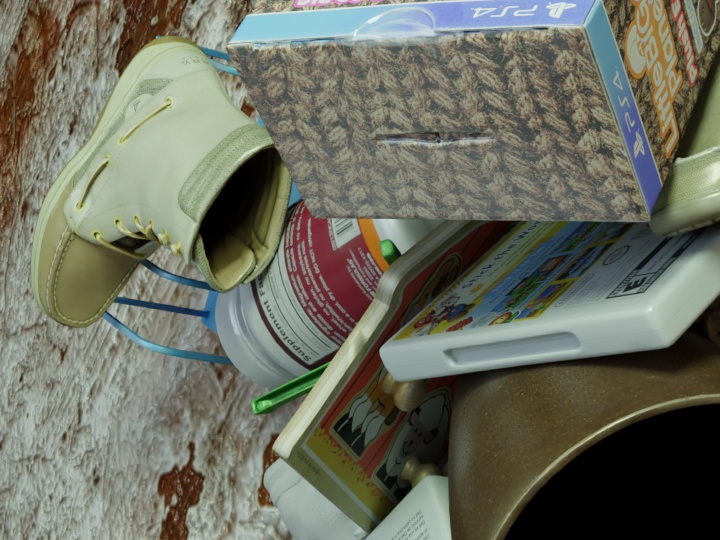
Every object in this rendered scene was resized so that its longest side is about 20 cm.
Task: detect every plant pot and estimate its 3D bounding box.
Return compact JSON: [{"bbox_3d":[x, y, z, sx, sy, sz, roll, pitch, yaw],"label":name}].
[{"bbox_3d":[0.114,0.092,0.812,0.188,0.186,0.200,-65,22,19],"label":"plant pot"}]

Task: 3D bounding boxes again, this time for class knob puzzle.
[{"bbox_3d":[0.050,0.045,0.918,0.030,0.219,0.221,31,108,27],"label":"knob puzzle"}]

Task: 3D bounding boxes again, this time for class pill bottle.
[{"bbox_3d":[0.000,0.000,1.043,0.200,0.112,0.114,-32,55,48],"label":"pill bottle"}]

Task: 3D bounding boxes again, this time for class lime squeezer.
[{"bbox_3d":[0.006,0.028,0.937,0.200,0.070,0.038,129,148,-55],"label":"lime squeezer"}]

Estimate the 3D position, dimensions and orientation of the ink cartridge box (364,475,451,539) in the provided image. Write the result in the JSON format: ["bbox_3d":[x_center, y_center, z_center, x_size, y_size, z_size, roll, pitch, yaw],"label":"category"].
[{"bbox_3d":[0.056,0.232,0.920,0.147,0.083,0.201,-49,44,37],"label":"ink cartridge box"}]

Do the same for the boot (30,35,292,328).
[{"bbox_3d":[-0.122,-0.024,1.058,0.155,0.072,0.201,46,112,45],"label":"boot"}]

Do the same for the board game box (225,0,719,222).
[{"bbox_3d":[0.066,-0.124,0.740,0.159,0.097,0.201,2,47,32],"label":"board game box"}]

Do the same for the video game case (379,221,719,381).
[{"bbox_3d":[0.127,-0.018,0.816,0.182,0.200,0.023,-12,114,53],"label":"video game case"}]

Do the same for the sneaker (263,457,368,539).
[{"bbox_3d":[0.007,0.126,1.036,0.089,0.075,0.200,68,154,17],"label":"sneaker"}]

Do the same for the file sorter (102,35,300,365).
[{"bbox_3d":[-0.091,-0.046,1.183,0.139,0.122,0.201,29,104,54],"label":"file sorter"}]

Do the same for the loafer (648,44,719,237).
[{"bbox_3d":[0.164,-0.081,0.765,0.075,0.200,0.069,-21,107,35],"label":"loafer"}]

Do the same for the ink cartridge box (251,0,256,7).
[{"bbox_3d":[0.002,-0.197,0.953,0.200,0.084,0.146,96,-165,-78],"label":"ink cartridge box"}]
